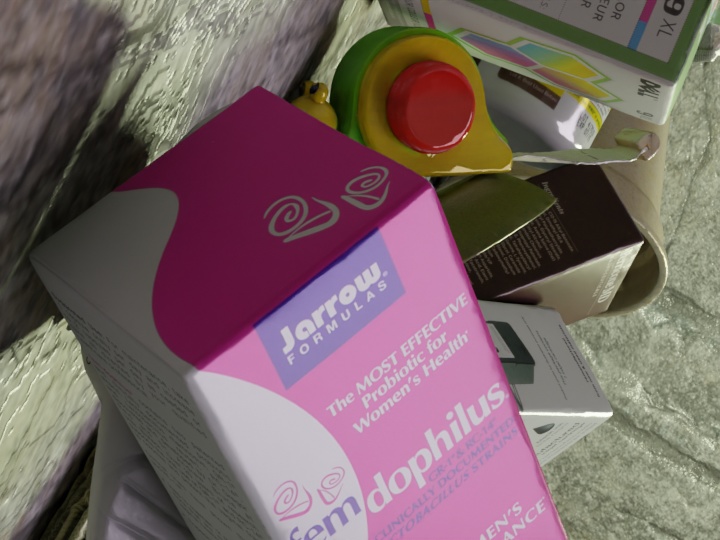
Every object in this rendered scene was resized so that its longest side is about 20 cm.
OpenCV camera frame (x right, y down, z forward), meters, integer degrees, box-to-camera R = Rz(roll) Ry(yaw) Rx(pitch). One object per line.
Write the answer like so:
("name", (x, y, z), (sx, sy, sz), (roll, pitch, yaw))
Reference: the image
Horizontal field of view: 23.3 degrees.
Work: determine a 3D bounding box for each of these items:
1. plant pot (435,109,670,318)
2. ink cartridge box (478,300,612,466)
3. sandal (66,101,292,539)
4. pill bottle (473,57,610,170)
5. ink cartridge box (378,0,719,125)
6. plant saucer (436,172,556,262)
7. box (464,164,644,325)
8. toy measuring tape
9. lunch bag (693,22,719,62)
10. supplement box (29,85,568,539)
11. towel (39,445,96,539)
("plant pot", (0.171, -0.091, 1.427), (0.201, 0.200, 0.184), (104, 5, -61))
("ink cartridge box", (0.030, 0.088, 1.021), (0.146, 0.084, 0.200), (-40, 154, 27))
("sandal", (-0.076, 0.030, 0.648), (0.079, 0.059, 0.207), (3, 110, -42))
("pill bottle", (0.138, -0.173, 1.129), (0.200, 0.109, 0.109), (-60, 172, -10))
("ink cartridge box", (0.107, -0.116, 0.794), (0.104, 0.200, 0.059), (36, 76, -82))
("plant saucer", (0.000, 0.000, 0.848), (0.200, 0.031, 0.200), (-28, -177, 2))
("box", (0.068, 0.009, 1.099), (0.200, 0.075, 0.100), (-22, 157, -18))
("toy measuring tape", (0.055, -0.081, 0.821), (0.200, 0.074, 0.074), (-5, 138, -26))
("lunch bag", (0.166, -0.225, 0.875), (0.164, 0.117, 0.200), (84, 16, -45))
("supplement box", (-0.013, 0.053, 0.601), (0.101, 0.103, 0.200), (-39, 130, -17))
("towel", (-0.117, 0.135, 0.843), (0.149, 0.036, 0.200), (-59, 172, -12))
